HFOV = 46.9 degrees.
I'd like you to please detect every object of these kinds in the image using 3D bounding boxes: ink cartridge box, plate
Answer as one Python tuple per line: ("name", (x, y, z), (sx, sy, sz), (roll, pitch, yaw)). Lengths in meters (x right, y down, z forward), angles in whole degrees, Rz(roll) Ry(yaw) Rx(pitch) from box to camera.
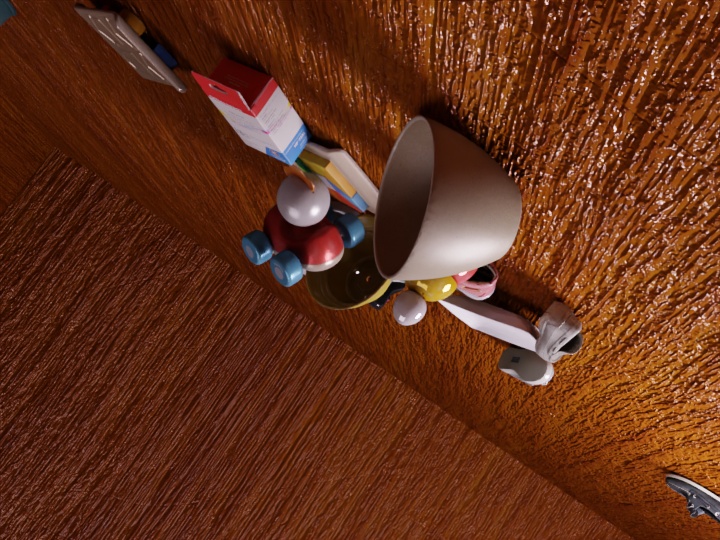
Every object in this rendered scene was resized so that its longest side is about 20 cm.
("ink cartridge box", (-0.173, -0.266, 1.334), (0.116, 0.068, 0.200), (28, 167, 30))
("plate", (0.263, 0.099, 1.562), (0.198, 0.033, 0.200), (21, 172, 34))

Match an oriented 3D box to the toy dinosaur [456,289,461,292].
("toy dinosaur", (0.144, 0.000, 1.522), (0.199, 0.058, 0.101), (37, 170, -6))

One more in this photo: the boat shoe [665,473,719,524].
("boat shoe", (0.759, 0.523, 1.840), (0.198, 0.066, 0.075), (27, 167, 38))

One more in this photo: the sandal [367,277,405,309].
("sandal", (0.041, 0.039, 1.773), (0.075, 0.045, 0.200), (44, -152, 3))

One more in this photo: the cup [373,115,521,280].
("cup", (0.115, -0.076, 1.033), (0.142, 0.203, 0.200), (11, 175, -16))

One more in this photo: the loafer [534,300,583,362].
("loafer", (0.339, 0.118, 1.405), (0.070, 0.070, 0.200), (39, 171, 23))

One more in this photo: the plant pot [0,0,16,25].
("plant pot", (-0.944, -0.594, 1.921), (0.199, 0.197, 0.200), (34, 168, 8))

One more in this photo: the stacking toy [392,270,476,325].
("stacking toy", (0.110, -0.005, 1.234), (0.145, 0.201, 0.146), (34, 169, 7))

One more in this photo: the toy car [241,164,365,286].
("toy car", (-0.111, -0.114, 1.484), (0.176, 0.183, 0.202), (33, 142, 39))

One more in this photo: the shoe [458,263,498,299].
("shoe", (0.145, -0.020, 1.423), (0.199, 0.072, 0.091), (28, 167, 9))

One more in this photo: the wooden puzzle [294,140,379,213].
("wooden puzzle", (-0.057, -0.169, 1.471), (0.199, 0.037, 0.185), (24, 163, 45))

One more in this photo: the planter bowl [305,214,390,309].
("planter bowl", (0.000, 0.000, 1.585), (0.199, 0.202, 0.083), (25, 169, 40))

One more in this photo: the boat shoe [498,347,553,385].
("boat shoe", (0.360, 0.203, 1.728), (0.071, 0.071, 0.201), (26, 175, -15))

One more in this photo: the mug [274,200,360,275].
("mug", (-0.060, -0.065, 1.695), (0.174, 0.148, 0.201), (27, 139, -1))

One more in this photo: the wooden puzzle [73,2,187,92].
("wooden puzzle", (-0.408, -0.412, 1.498), (0.199, 0.046, 0.185), (31, 168, 46))
